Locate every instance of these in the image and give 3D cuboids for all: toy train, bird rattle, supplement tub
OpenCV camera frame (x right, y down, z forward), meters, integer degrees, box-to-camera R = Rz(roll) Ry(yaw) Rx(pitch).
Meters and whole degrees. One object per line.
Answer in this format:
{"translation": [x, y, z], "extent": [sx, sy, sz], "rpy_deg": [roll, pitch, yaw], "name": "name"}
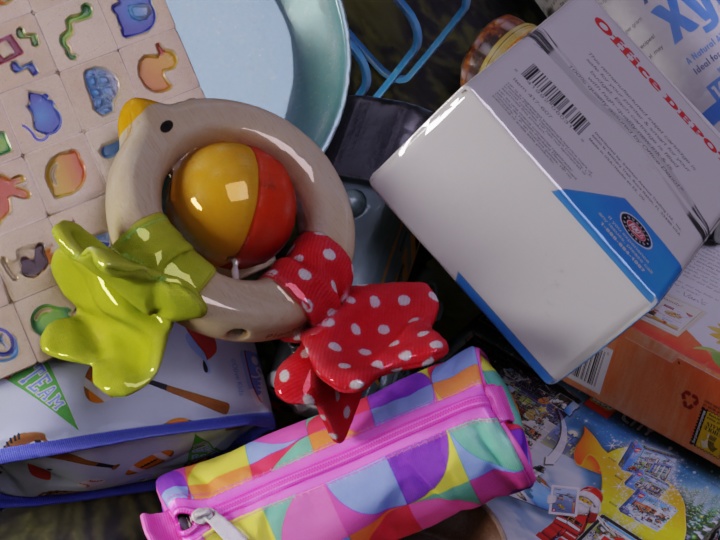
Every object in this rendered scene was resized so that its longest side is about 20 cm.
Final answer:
{"translation": [0.000, 0.000, 1.167], "extent": [0.085, 0.114, 0.201], "rpy_deg": [12, 68, 21], "name": "toy train"}
{"translation": [-0.055, -0.012, 1.029], "extent": [0.199, 0.113, 0.164], "rpy_deg": [4, 63, -15], "name": "bird rattle"}
{"translation": [0.201, -0.160, 1.343], "extent": [0.132, 0.132, 0.200], "rpy_deg": [-31, 79, -29], "name": "supplement tub"}

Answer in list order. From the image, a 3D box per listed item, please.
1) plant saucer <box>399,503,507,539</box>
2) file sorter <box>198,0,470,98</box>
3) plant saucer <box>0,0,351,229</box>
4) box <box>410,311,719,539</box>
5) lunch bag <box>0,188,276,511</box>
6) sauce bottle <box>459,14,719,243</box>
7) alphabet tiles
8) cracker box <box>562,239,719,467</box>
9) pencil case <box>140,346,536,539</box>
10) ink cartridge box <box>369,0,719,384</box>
{"translation": [-0.013, 0.185, 1.091], "extent": [0.200, 0.199, 0.035], "rpy_deg": [-45, 128, -31], "name": "plant saucer"}
{"translation": [-0.052, -0.130, 1.234], "extent": [0.123, 0.139, 0.200], "rpy_deg": [48, 59, 2], "name": "file sorter"}
{"translation": [-0.105, -0.113, 1.107], "extent": [0.199, 0.036, 0.201], "rpy_deg": [2, 81, -13], "name": "plant saucer"}
{"translation": [0.106, 0.115, 1.178], "extent": [0.199, 0.038, 0.136], "rpy_deg": [32, 54, 29], "name": "box"}
{"translation": [-0.170, 0.035, 1.117], "extent": [0.199, 0.124, 0.171], "rpy_deg": [-6, 67, -31], "name": "lunch bag"}
{"translation": [0.152, -0.086, 1.288], "extent": [0.200, 0.066, 0.066], "rpy_deg": [34, 55, 27], "name": "sauce bottle"}
{"translation": [-0.156, -0.064, 1.066], "extent": [0.166, 0.008, 0.201], "rpy_deg": [-23, 86, -15], "name": "alphabet tiles"}
{"translation": [0.207, 0.032, 1.228], "extent": [0.134, 0.058, 0.200], "rpy_deg": [29, 31, 25], "name": "cracker box"}
{"translation": [-0.010, 0.111, 1.089], "extent": [0.199, 0.088, 0.089], "rpy_deg": [-24, 73, 0], "name": "pencil case"}
{"translation": [0.113, -0.050, 1.127], "extent": [0.146, 0.084, 0.200], "rpy_deg": [48, 31, 1], "name": "ink cartridge box"}
